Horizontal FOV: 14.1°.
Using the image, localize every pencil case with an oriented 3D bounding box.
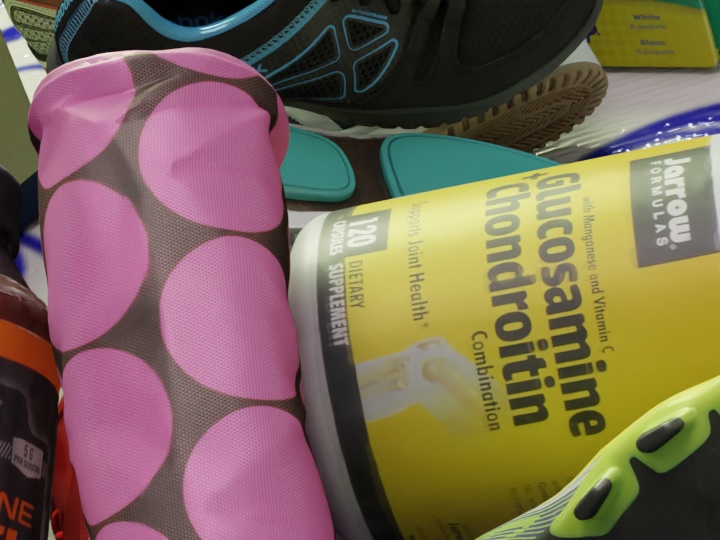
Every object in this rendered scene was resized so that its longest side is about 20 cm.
[{"bbox_3d":[-0.049,0.040,0.831,0.091,0.094,0.200,-12,68,14],"label":"pencil case"}]

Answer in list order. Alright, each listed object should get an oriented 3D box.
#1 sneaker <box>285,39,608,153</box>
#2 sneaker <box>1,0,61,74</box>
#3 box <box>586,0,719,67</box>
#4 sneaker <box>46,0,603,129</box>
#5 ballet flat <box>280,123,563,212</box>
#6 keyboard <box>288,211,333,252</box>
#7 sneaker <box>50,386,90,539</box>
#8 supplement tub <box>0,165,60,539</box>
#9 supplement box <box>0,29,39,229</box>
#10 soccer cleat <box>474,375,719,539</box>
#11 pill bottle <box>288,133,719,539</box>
[{"bbox_3d":[-0.021,-0.073,1.069,0.200,0.070,0.109,-21,68,-13],"label":"sneaker"},{"bbox_3d":[-0.066,-0.141,1.152,0.200,0.082,0.078,-30,21,25],"label":"sneaker"},{"bbox_3d":[0.064,-0.132,1.168,0.200,0.048,0.117,1,39,29],"label":"box"},{"bbox_3d":[-0.006,-0.091,0.995,0.200,0.082,0.073,-13,68,-14],"label":"sneaker"},{"bbox_3d":[-0.002,-0.014,0.999,0.200,0.070,0.069,9,28,-21],"label":"ballet flat"},{"bbox_3d":[0.000,0.000,0.961,0.200,0.056,0.011,0,52,-3],"label":"keyboard"},{"bbox_3d":[-0.068,0.093,0.917,0.116,0.078,0.200,-43,30,57],"label":"sneaker"},{"bbox_3d":[-0.145,0.065,0.869,0.107,0.107,0.200,-4,70,20],"label":"supplement tub"},{"bbox_3d":[-0.251,-0.096,1.130,0.200,0.200,0.134,21,50,43],"label":"supplement box"},{"bbox_3d":[0.087,0.071,0.803,0.200,0.065,0.084,-35,-4,30],"label":"soccer cleat"},{"bbox_3d":[0.085,0.020,0.890,0.200,0.112,0.112,-11,35,11],"label":"pill bottle"}]
